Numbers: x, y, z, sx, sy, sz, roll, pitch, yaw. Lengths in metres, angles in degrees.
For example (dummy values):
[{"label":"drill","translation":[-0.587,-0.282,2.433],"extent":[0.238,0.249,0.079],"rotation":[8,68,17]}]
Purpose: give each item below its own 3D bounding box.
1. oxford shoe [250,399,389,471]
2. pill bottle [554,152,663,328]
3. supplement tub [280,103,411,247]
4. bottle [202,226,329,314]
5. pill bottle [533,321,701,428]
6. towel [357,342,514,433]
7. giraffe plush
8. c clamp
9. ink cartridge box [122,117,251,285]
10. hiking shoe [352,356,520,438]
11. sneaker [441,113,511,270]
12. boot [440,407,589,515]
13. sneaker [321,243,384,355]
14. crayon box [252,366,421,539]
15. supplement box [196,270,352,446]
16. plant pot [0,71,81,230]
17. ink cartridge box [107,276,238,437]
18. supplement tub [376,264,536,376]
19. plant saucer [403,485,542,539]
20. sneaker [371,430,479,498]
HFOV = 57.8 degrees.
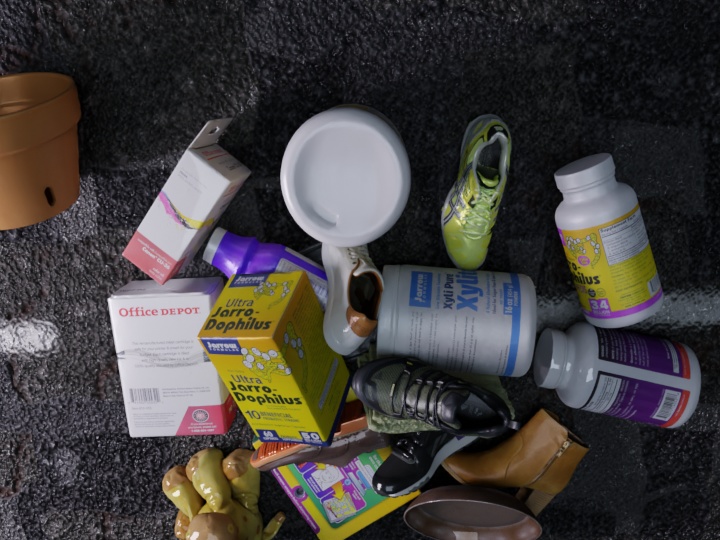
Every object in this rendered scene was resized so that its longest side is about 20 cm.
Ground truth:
[{"label":"oxford shoe","translation":[-0.053,0.241,0.880],"extent":[0.195,0.072,0.075],"rotation":[-20,106,6]},{"label":"pill bottle","translation":[0.311,-0.039,0.831],"extent":[0.102,0.104,0.205],"rotation":[-20,103,8]},{"label":"supplement tub","translation":[-0.013,-0.120,0.774],"extent":[0.140,0.200,0.150],"rotation":[0,105,2]},{"label":"bottle","translation":[-0.110,0.010,0.859],"extent":[0.196,0.065,0.085],"rotation":[27,103,-6]},{"label":"pill bottle","translation":[0.338,0.136,0.872],"extent":[0.194,0.113,0.116],"rotation":[12,105,0]},{"label":"towel","translation":[0.096,0.153,0.869],"extent":[0.193,0.150,0.037],"rotation":[-2,126,-4]},{"label":"giraffe plush","translation":[-0.207,0.380,0.933],"extent":[0.169,0.163,0.204],"rotation":[-28,102,9]},{"label":"c clamp","translation":[-0.065,0.047,0.914],"extent":[0.167,0.027,0.204],"rotation":[-27,101,4]},{"label":"ink cartridge box","translation":[-0.208,-0.092,0.833],"extent":[0.067,0.117,0.202],"rotation":[35,104,-6]},{"label":"hiking shoe","translation":[0.087,0.144,0.758],"extent":[0.194,0.101,0.078],"rotation":[13,78,0]},{"label":"sneaker","translation":[0.147,-0.095,0.838],"extent":[0.073,0.077,0.207],"rotation":[5,107,-1]},{"label":"boot","translation":[0.218,0.255,0.935],"extent":[0.197,0.071,0.147],"rotation":[28,102,-12]},{"label":"sneaker","translation":[0.000,0.000,0.813],"extent":[0.071,0.205,0.084],"rotation":[22,136,-30]},{"label":"crayon box","translation":[-0.032,0.275,0.953],"extent":[0.170,0.058,0.203],"rotation":[-32,101,9]},{"label":"supplement box","translation":[-0.099,0.113,0.816],"extent":[0.106,0.111,0.203],"rotation":[-3,130,23]},{"label":"plant pot","translation":[-0.433,-0.145,0.803],"extent":[0.193,0.202,0.144],"rotation":[-3,122,3]},{"label":"ink cartridge box","translation":[-0.255,0.118,0.907],"extent":[0.140,0.085,0.207],"rotation":[-2,106,3]},{"label":"supplement tub","translation":[0.121,0.064,0.848],"extent":[0.193,0.132,0.136],"rotation":[4,105,4]},{"label":"plant saucer","translation":[0.159,0.350,0.932],"extent":[0.193,0.033,0.203],"rotation":[5,143,4]},{"label":"sneaker","translation":[0.084,0.220,0.892],"extent":[0.197,0.075,0.090],"rotation":[-31,110,-30]}]
